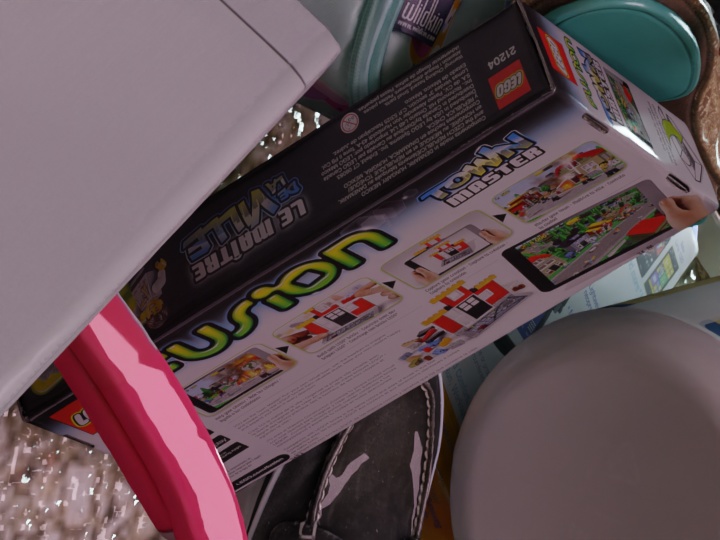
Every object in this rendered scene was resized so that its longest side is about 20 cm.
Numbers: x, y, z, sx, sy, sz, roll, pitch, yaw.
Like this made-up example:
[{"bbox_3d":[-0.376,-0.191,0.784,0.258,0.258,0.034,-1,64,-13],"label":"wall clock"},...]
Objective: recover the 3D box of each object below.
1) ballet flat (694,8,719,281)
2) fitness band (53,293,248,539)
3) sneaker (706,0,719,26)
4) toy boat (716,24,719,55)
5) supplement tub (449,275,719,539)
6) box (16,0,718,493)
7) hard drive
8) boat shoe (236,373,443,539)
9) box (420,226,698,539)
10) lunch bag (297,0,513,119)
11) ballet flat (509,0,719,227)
[{"bbox_3d":[0.162,-0.062,1.127,0.069,0.069,0.201,-31,125,-44],"label":"ballet flat"},{"bbox_3d":[-0.115,0.064,0.751,0.144,0.037,0.200,-38,103,-25],"label":"fitness band"},{"bbox_3d":[0.136,-0.136,0.819,0.082,0.070,0.201,3,64,-40],"label":"sneaker"},{"bbox_3d":[0.199,-0.101,0.999,0.130,0.200,0.131,-14,98,-55],"label":"toy boat"},{"bbox_3d":[0.141,0.074,1.009,0.200,0.144,0.145,-12,111,-53],"label":"supplement tub"},{"bbox_3d":[0.000,0.000,0.841,0.110,0.200,0.035,29,35,-53],"label":"box"},{"bbox_3d":[-0.112,-0.041,0.736,0.132,0.027,0.200,43,59,-2],"label":"hard drive"},{"bbox_3d":[-0.007,0.114,0.924,0.072,0.071,0.201,11,100,-33],"label":"boat shoe"},{"bbox_3d":[0.065,-0.003,1.037,0.200,0.041,0.119,-52,137,-33],"label":"box"},{"bbox_3d":[0.032,-0.117,0.877,0.161,0.077,0.200,-64,161,2],"label":"lunch bag"},{"bbox_3d":[0.085,-0.074,0.878,0.200,0.070,0.066,64,28,-69],"label":"ballet flat"}]
